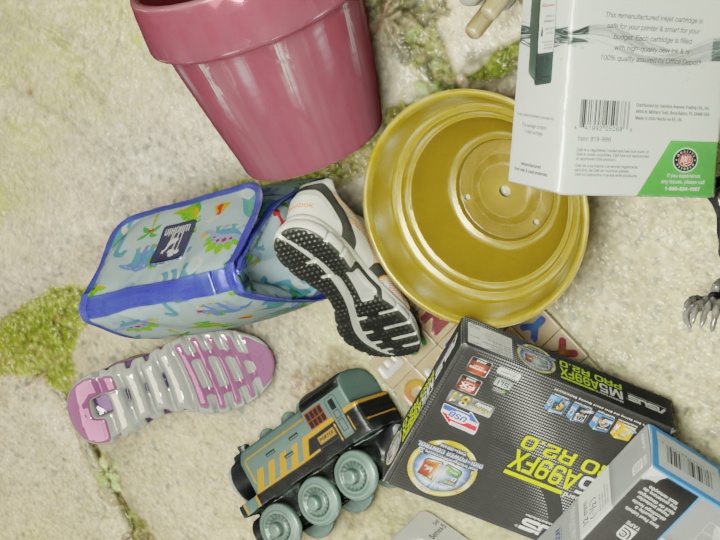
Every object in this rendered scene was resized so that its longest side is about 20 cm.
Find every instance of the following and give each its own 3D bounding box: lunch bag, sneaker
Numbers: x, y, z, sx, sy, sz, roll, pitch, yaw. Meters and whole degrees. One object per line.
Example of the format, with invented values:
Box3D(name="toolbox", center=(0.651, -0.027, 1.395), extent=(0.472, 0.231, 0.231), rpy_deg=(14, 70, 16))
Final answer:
Box3D(name="lunch bag", center=(-0.128, -0.003, 1.548), extent=(0.170, 0.200, 0.128), rpy_deg=(-13, 99, 29))
Box3D(name="sneaker", center=(-0.176, 0.101, 1.677), extent=(0.199, 0.088, 0.081), rpy_deg=(-16, 96, 7))
Box3D(name="sneaker", center=(0.000, 0.000, 1.527), extent=(0.073, 0.080, 0.200), rpy_deg=(-11, 136, 27))

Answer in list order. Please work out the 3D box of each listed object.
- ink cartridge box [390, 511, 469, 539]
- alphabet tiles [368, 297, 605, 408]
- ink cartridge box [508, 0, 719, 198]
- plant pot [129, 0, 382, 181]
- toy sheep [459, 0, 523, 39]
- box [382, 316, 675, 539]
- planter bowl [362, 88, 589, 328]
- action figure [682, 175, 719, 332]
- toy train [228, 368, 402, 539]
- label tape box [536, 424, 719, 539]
Box3D(name="ink cartridge box", center=(0.025, 0.339, 1.606), extent=(0.084, 0.145, 0.200), rpy_deg=(32, 117, 14))
Box3D(name="alphabet tiles", center=(0.102, 0.079, 1.570), extent=(0.200, 0.008, 0.167), rpy_deg=(47, 120, 6))
Box3D(name="ink cartridge box", center=(0.199, -0.160, 1.348), extent=(0.083, 0.146, 0.201), rpy_deg=(-158, 71, -64))
Box3D(name="plant pot", center=(-0.069, -0.183, 1.481), extent=(0.199, 0.200, 0.180), rpy_deg=(-9, 117, 28))
Box3D(name="toy sheep", center=(0.091, -0.272, 1.399), extent=(0.200, 0.138, 0.138), rpy_deg=(40, 119, -4))
Box3D(name="box", center=(0.141, 0.144, 1.497), extent=(0.199, 0.044, 0.161), rpy_deg=(23, 120, -10))
Box3D(name="planter bowl", center=(0.109, -0.059, 1.481), extent=(0.200, 0.083, 0.201), rpy_deg=(8, 108, 25))
Box3D(name="action figure", center=(0.313, 0.021, 1.394), extent=(0.119, 0.102, 0.201), rpy_deg=(-8, 101, 42))
Box3D(name="toy train", center=(-0.038, 0.177, 1.631), extent=(0.200, 0.085, 0.114), rpy_deg=(-38, 75, 32))
Box3D(name="label tape box", center=(0.238, 0.243, 1.489), extent=(0.143, 0.066, 0.200), rpy_deg=(31, 117, -14))
